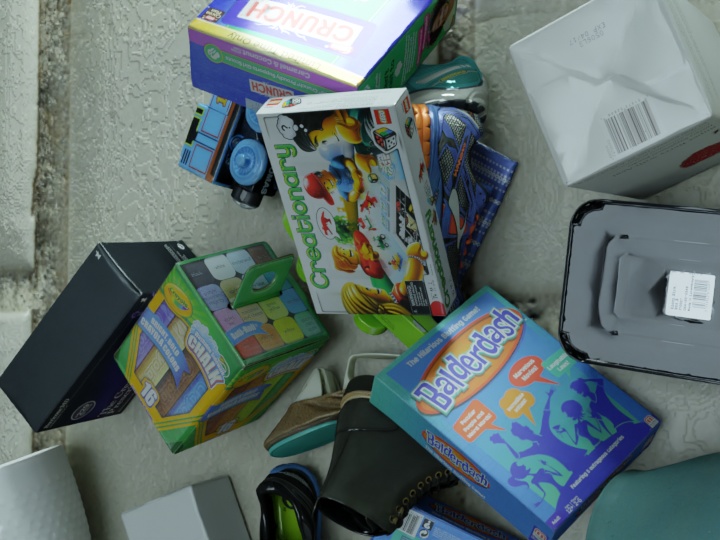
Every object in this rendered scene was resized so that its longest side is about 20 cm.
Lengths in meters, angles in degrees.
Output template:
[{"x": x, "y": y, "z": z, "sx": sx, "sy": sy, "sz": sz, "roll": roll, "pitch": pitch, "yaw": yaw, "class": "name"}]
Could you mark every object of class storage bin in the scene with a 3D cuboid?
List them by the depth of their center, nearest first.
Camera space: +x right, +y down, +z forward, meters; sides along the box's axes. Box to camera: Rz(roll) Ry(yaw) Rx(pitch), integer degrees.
[{"x": 0.275, "y": 0.017, "z": 0.995, "sx": 0.200, "sy": 0.094, "sz": 0.136, "roll": 8, "pitch": 94, "yaw": 29, "class": "storage bin"}]

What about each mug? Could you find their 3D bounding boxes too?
[{"x": -0.378, "y": 0.302, "z": 1.339, "sx": 0.200, "sy": 0.147, "sz": 0.176, "roll": -22, "pitch": 87, "yaw": 57, "class": "mug"}]

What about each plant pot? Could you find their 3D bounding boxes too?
[{"x": 0.287, "y": 0.230, "z": 0.946, "sx": 0.188, "sy": 0.200, "sz": 0.200, "roll": -3, "pitch": 89, "yaw": 44, "class": "plant pot"}]

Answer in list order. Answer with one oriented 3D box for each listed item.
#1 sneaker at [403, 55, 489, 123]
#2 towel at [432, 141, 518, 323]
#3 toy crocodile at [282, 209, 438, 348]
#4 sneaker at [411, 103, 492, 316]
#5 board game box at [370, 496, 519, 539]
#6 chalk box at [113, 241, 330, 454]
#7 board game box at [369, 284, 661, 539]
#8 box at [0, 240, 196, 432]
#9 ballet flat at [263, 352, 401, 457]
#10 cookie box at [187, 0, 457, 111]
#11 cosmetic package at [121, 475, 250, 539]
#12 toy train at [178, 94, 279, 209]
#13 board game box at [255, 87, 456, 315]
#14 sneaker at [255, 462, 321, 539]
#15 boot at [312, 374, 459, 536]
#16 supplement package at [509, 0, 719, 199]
[{"x": 0.020, "y": -0.152, "z": 1.130, "sx": 0.200, "sy": 0.078, "sz": 0.080, "roll": -8, "pitch": 56, "yaw": 8, "class": "sneaker"}, {"x": 0.046, "y": -0.044, "z": 1.158, "sx": 0.145, "sy": 0.024, "sz": 0.200, "roll": 31, "pitch": 105, "yaw": 24, "class": "towel"}, {"x": 0.000, "y": 0.000, "z": 1.142, "sx": 0.200, "sy": 0.062, "sz": 0.068, "roll": 41, "pitch": 146, "yaw": 17, "class": "toy crocodile"}, {"x": 0.082, "y": -0.052, "z": 1.084, "sx": 0.078, "sy": 0.075, "sz": 0.200, "roll": -9, "pitch": 112, "yaw": -9, "class": "sneaker"}, {"x": 0.060, "y": 0.317, "z": 1.111, "sx": 0.152, "sy": 0.045, "sz": 0.200, "roll": 25, "pitch": 101, "yaw": 9, "class": "board game box"}, {"x": -0.124, "y": 0.060, "z": 1.168, "sx": 0.124, "sy": 0.124, "sz": 0.200, "roll": 55, "pitch": 131, "yaw": 17, "class": "chalk box"}, {"x": 0.131, "y": 0.121, "z": 1.046, "sx": 0.200, "sy": 0.152, "sz": 0.045, "roll": 38, "pitch": 147, "yaw": 22, "class": "board game box"}, {"x": -0.259, "y": 0.065, "z": 1.259, "sx": 0.079, "sy": 0.141, "sz": 0.200, "roll": 48, "pitch": 112, "yaw": 20, "class": "box"}, {"x": -0.009, "y": 0.120, "z": 1.170, "sx": 0.200, "sy": 0.068, "sz": 0.072, "roll": -23, "pitch": 67, "yaw": 26, "class": "ballet flat"}, {"x": -0.029, "y": -0.220, "z": 1.086, "sx": 0.171, "sy": 0.200, "sz": 0.075, "roll": 22, "pitch": 143, "yaw": 18, "class": "cookie box"}, {"x": -0.159, "y": 0.324, "z": 1.247, "sx": 0.101, "sy": 0.071, "sz": 0.200, "roll": -25, "pitch": 79, "yaw": 27, "class": "cosmetic package"}, {"x": -0.099, "y": -0.164, "z": 1.202, "sx": 0.114, "sy": 0.087, "sz": 0.200, "roll": 27, "pitch": 101, "yaw": 34, "class": "toy train"}, {"x": -0.001, "y": -0.053, "z": 1.023, "sx": 0.126, "sy": 0.035, "sz": 0.200, "roll": 0, "pitch": 122, "yaw": 26, "class": "board game box"}, {"x": -0.065, "y": 0.291, "z": 1.188, "sx": 0.071, "sy": 0.083, "sz": 0.200, "roll": -15, "pitch": 87, "yaw": 27, "class": "sneaker"}, {"x": 0.063, "y": 0.188, "z": 1.061, "sx": 0.200, "sy": 0.138, "sz": 0.078, "roll": 17, "pitch": 141, "yaw": 5, "class": "boot"}, {"x": 0.224, "y": -0.136, "z": 0.958, "sx": 0.121, "sy": 0.200, "sz": 0.120, "roll": -26, "pitch": 78, "yaw": 27, "class": "supplement package"}]
